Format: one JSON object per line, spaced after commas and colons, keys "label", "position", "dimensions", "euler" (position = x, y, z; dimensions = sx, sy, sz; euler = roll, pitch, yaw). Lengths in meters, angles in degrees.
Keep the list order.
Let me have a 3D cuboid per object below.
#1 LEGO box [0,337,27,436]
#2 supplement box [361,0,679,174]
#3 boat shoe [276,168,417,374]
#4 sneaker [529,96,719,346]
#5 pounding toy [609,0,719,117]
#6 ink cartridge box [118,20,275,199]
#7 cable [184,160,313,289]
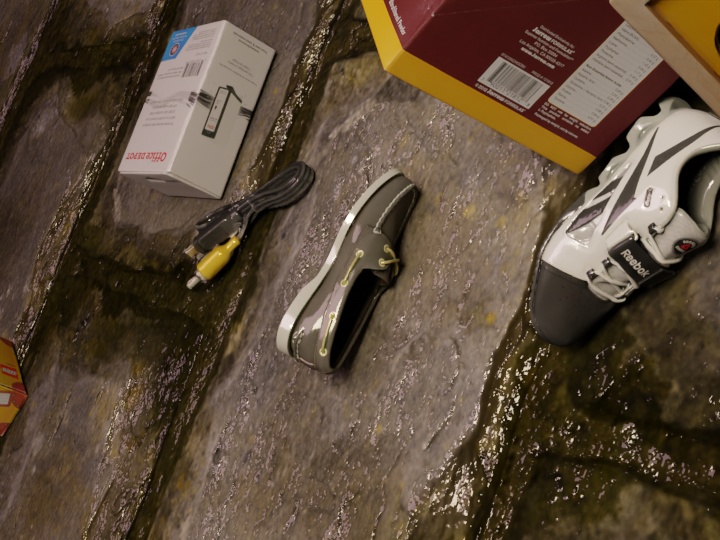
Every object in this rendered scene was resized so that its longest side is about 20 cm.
{"label": "LEGO box", "position": [-0.581, 0.132, 1.589], "dimensions": [0.077, 0.199, 0.149], "euler": [-54, 36, 11]}
{"label": "supplement box", "position": [0.135, -0.210, 0.784], "dimensions": [0.200, 0.196, 0.133], "euler": [-46, 40, 30]}
{"label": "boat shoe", "position": [0.001, 0.001, 1.044], "dimensions": [0.060, 0.072, 0.203], "euler": [27, 79, 27]}
{"label": "sneaker", "position": [0.195, -0.025, 0.802], "dimensions": [0.201, 0.074, 0.088], "euler": [-59, 34, 8]}
{"label": "pounding toy", "position": [0.240, -0.141, 0.639], "dimensions": [0.199, 0.184, 0.143], "euler": [-30, 35, 39]}
{"label": "ink cartridge box", "position": [-0.204, -0.196, 1.411], "dimensions": [0.145, 0.084, 0.202], "euler": [8, 76, 54]}
{"label": "cable", "position": [-0.123, -0.060, 1.280], "dimensions": [0.199, 0.050, 0.097], "euler": [-33, 27, 19]}
